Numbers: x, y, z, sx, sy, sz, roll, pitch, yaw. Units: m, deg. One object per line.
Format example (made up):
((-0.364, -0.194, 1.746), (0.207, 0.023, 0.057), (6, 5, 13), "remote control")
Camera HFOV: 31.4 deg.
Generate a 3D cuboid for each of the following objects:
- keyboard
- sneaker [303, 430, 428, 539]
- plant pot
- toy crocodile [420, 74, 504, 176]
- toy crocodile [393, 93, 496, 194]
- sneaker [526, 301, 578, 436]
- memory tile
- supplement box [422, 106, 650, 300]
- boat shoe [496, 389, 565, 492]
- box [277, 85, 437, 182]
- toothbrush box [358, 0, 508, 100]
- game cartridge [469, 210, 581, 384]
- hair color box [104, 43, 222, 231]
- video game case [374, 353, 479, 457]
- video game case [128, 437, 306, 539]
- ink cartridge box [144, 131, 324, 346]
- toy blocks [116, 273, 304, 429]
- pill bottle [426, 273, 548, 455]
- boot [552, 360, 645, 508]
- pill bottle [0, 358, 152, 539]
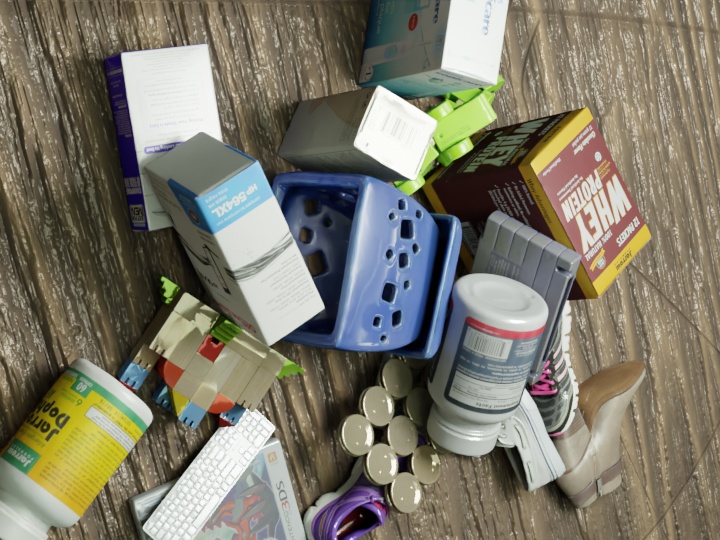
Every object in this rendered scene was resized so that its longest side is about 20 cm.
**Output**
((-0.176, 0.243, 1.507), (0.056, 0.011, 0.200), (41, 61, -6), "keyboard")
((0.022, 0.285, 1.605), (0.200, 0.083, 0.081), (-44, 118, -21), "sneaker")
((0.000, 0.000, 1.526), (0.179, 0.199, 0.202), (14, 85, -36), "plant pot")
((0.116, -0.193, 1.662), (0.067, 0.062, 0.201), (33, 75, 11), "toy crocodile")
((0.077, -0.152, 1.589), (0.199, 0.062, 0.068), (-36, 99, 2), "toy crocodile")
((0.241, 0.123, 1.723), (0.087, 0.073, 0.202), (3, 85, -50), "sneaker")
((0.061, 0.190, 1.608), (0.154, 0.017, 0.200), (50, 53, -16), "memory tile")
((0.224, -0.076, 1.633), (0.133, 0.199, 0.198), (-43, 112, -33), "supplement box")
((0.203, 0.209, 1.691), (0.067, 0.074, 0.201), (-35, 105, -11), "boat shoe")
((-0.007, -0.155, 1.508), (0.095, 0.200, 0.078), (28, 79, -28), "box")
((0.089, -0.296, 1.559), (0.085, 0.200, 0.148), (10, 87, -30), "toothbrush box")
((0.193, 0.034, 1.601), (0.038, 0.129, 0.201), (-31, 144, -42), "game cartridge")
((-0.219, -0.152, 1.465), (0.109, 0.065, 0.202), (-12, 96, -30), "hair color box")
((0.109, 0.128, 1.687), (0.181, 0.022, 0.202), (20, 82, -29), "video game case")
((-0.162, 0.322, 1.537), (0.199, 0.023, 0.184), (-20, 101, -28), "video game case")
((-0.138, -0.035, 1.401), (0.084, 0.146, 0.201), (-34, 122, -19), "ink cartridge box")
((-0.186, 0.117, 1.484), (0.199, 0.100, 0.137), (35, 86, -22), "toy blocks")
((0.146, 0.117, 1.559), (0.119, 0.120, 0.201), (-1, 120, -30), "pill bottle")
((0.343, 0.235, 1.807), (0.199, 0.070, 0.147), (-29, 112, -25), "boot")
((-0.326, 0.205, 1.387), (0.113, 0.113, 0.201), (44, 72, -24), "pill bottle")
